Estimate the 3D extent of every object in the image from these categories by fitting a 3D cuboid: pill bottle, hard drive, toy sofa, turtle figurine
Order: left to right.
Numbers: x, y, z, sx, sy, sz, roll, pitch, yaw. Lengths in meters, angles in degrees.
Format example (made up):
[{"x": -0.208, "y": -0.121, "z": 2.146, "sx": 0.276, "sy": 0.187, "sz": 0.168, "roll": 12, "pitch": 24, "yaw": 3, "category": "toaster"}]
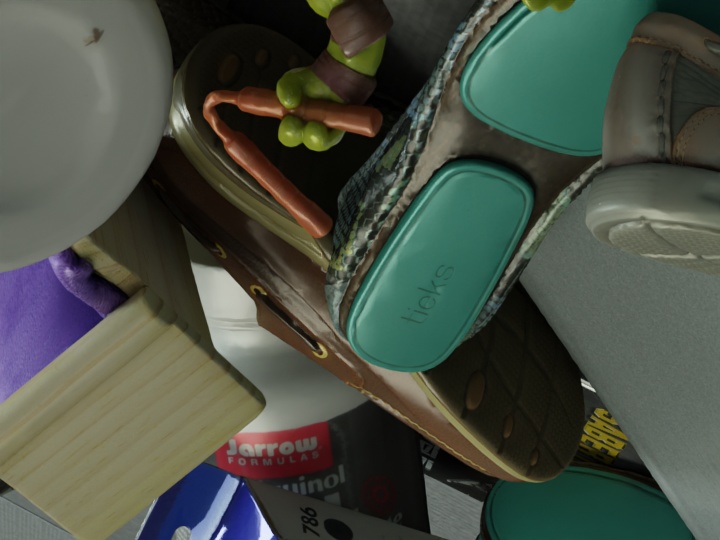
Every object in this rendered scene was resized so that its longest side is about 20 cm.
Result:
[{"x": -0.145, "y": -0.090, "z": 0.668, "sx": 0.110, "sy": 0.110, "sz": 0.200, "roll": 48, "pitch": 178, "yaw": -42, "category": "pill bottle"}, {"x": -0.107, "y": -0.008, "z": 0.748, "sx": 0.098, "sy": 0.083, "sz": 0.200, "roll": 45, "pitch": -167, "yaw": -32, "category": "toy sofa"}, {"x": -0.031, "y": 0.063, "z": 0.885, "sx": 0.110, "sy": 0.111, "sz": 0.201, "roll": 15, "pitch": 127, "yaw": 32, "category": "pill bottle"}, {"x": -0.003, "y": -0.101, "z": 0.579, "sx": 0.161, "sy": 0.064, "sz": 0.201, "roll": 7, "pitch": 120, "yaw": 53, "category": "turtle figurine"}, {"x": 0.132, "y": 0.024, "z": 0.703, "sx": 0.139, "sy": 0.033, "sz": 0.200, "roll": -5, "pitch": 129, "yaw": 47, "category": "hard drive"}]

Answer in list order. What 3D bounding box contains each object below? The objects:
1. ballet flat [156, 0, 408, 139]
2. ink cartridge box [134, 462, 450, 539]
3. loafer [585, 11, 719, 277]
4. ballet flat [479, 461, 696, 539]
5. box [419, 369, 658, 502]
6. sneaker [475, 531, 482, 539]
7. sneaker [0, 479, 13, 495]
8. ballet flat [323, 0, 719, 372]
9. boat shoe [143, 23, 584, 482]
[{"x": -0.020, "y": -0.050, "z": 0.774, "sx": 0.199, "sy": 0.047, "sz": 0.067, "roll": 32, "pitch": 159, "yaw": -9, "category": "ballet flat"}, {"x": -0.001, "y": 0.149, "z": 0.853, "sx": 0.199, "sy": 0.100, "sz": 0.039, "roll": 19, "pitch": -153, "yaw": -16, "category": "ink cartridge box"}, {"x": 0.155, "y": -0.021, "z": 0.588, "sx": 0.199, "sy": 0.063, "sz": 0.072, "roll": 13, "pitch": 168, "yaw": -24, "category": "loafer"}, {"x": 0.141, "y": 0.128, "z": 0.829, "sx": 0.199, "sy": 0.068, "sz": 0.067, "roll": 17, "pitch": 164, "yaw": 30, "category": "ballet flat"}, {"x": 0.102, "y": 0.068, "z": 0.892, "sx": 0.158, "sy": 0.049, "sz": 0.200, "roll": 27, "pitch": 159, "yaw": 4, "category": "box"}, {"x": 0.121, "y": 0.156, "z": 0.908, "sx": 0.199, "sy": 0.078, "sz": 0.091, "roll": 5, "pitch": 147, "yaw": 41, "category": "sneaker"}, {"x": -0.133, "y": 0.009, "z": 0.915, "sx": 0.079, "sy": 0.201, "sz": 0.075, "roll": 35, "pitch": -159, "yaw": 12, "category": "sneaker"}, {"x": 0.046, "y": -0.054, "z": 0.633, "sx": 0.074, "sy": 0.074, "sz": 0.200, "roll": 32, "pitch": 128, "yaw": -11, "category": "ballet flat"}, {"x": 0.000, "y": 0.000, "z": 0.742, "sx": 0.200, "sy": 0.072, "sz": 0.067, "roll": 45, "pitch": 143, "yaw": -17, "category": "boat shoe"}]
